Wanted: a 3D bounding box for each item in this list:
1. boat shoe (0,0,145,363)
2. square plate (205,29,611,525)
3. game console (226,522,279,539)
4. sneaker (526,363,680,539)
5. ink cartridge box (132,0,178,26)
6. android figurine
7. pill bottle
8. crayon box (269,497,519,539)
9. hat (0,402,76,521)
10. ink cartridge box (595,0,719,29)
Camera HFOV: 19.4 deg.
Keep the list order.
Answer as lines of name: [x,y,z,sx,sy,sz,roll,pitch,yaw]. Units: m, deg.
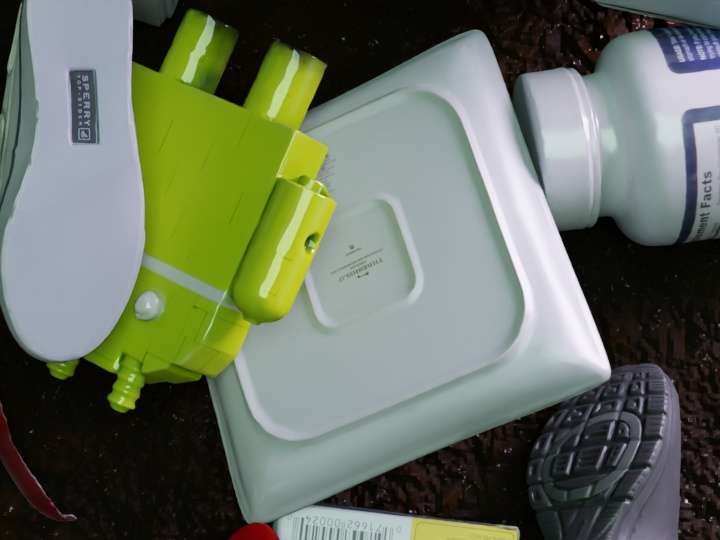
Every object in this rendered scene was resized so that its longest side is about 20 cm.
boat shoe: [-0.148,-0.056,1.033,0.071,0.070,0.201,0,90,-18]
square plate: [0.000,0.000,1.046,0.199,0.028,0.199,-23,70,13]
game console: [-0.058,0.259,1.014,0.200,0.119,0.172,-44,102,9]
sneaker: [0.130,0.144,1.070,0.076,0.091,0.201,-5,58,36]
ink cartridge box: [-0.172,-0.232,1.089,0.199,0.083,0.147,18,81,-1]
android figurine: [-0.094,-0.028,1.052,0.182,0.041,0.201,26,90,35]
pill bottle: [0.183,-0.072,1.079,0.199,0.111,0.112,-8,83,-5]
crayon box: [0.006,0.222,1.057,0.126,0.051,0.201,8,81,-3]
hat: [-0.254,0.016,1.083,0.165,0.177,0.200,-12,44,-6]
ink cartridge box: [0.182,-0.245,1.047,0.082,0.146,0.201,14,58,15]
